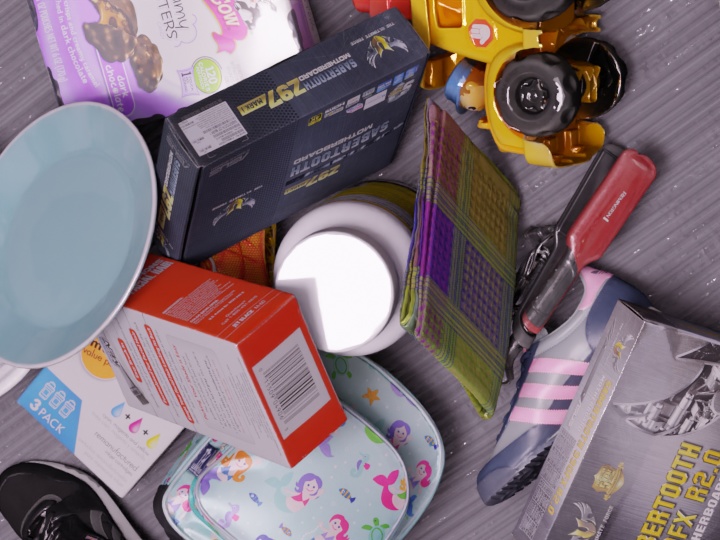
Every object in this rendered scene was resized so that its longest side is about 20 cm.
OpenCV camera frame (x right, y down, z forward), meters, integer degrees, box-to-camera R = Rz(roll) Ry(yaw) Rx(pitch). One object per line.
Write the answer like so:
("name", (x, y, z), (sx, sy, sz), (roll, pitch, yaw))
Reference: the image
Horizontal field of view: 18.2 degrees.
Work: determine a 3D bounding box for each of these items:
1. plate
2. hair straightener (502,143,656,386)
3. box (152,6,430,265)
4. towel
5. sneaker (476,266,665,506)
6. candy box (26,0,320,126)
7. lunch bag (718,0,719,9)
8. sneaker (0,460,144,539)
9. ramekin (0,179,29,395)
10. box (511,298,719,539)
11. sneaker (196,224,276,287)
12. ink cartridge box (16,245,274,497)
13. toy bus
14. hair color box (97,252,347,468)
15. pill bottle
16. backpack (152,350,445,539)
("plate", (-0.214, -0.024, 1.628), (0.200, 0.026, 0.201), (-16, 63, 35))
("hair straightener", (0.147, -0.005, 1.684), (0.041, 0.077, 0.201), (28, 91, -23))
("box", (-0.054, -0.092, 1.616), (0.199, 0.158, 0.051), (-27, 71, -23))
("towel", (0.073, -0.009, 1.619), (0.023, 0.144, 0.201), (-10, 57, 27))
("sneaker", (0.143, 0.086, 1.704), (0.082, 0.070, 0.200), (43, 100, 18))
("candy box", (-0.144, -0.203, 1.704), (0.199, 0.072, 0.169), (-15, 95, 13))
("lunch bag", (0.333, -0.212, 1.591), (0.163, 0.118, 0.201), (-9, 91, 12))
("sneaker", (-0.222, 0.218, 1.760), (0.200, 0.087, 0.076), (37, 104, 20))
("ramekin", (-0.319, 0.004, 1.757), (0.199, 0.098, 0.202), (2, 100, 11))
("box", (0.223, 0.136, 1.661), (0.158, 0.048, 0.201), (18, 103, -26))
("sneaker", (-0.091, -0.030, 1.695), (0.077, 0.073, 0.201), (-19, 74, 2))
("ink cartridge box", (-0.157, 0.061, 1.750), (0.115, 0.068, 0.200), (41, 103, 1))
("toy bus", (0.088, -0.181, 1.642), (0.191, 0.136, 0.201), (3, 102, 24))
("hair color box", (-0.108, 0.059, 1.600), (0.200, 0.064, 0.111), (15, 136, 47))
("pill bottle", (0.000, 0.000, 1.642), (0.112, 0.200, 0.113), (2, 100, 11))
("backpack", (-0.038, 0.156, 1.690), (0.177, 0.151, 0.200), (43, 73, -4))
